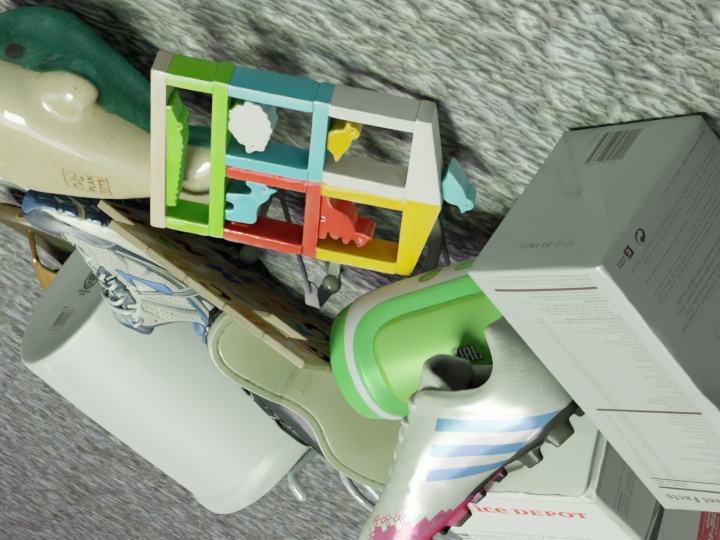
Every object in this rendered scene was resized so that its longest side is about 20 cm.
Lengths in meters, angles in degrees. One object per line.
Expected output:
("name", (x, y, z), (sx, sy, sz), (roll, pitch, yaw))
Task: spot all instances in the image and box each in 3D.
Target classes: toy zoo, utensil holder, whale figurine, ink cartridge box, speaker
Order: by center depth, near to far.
("toy zoo", (-0.029, -0.060, 1.196), (0.198, 0.021, 0.132), (12, 137, 4))
("speaker", (0.080, 0.034, 1.209), (0.199, 0.089, 0.088), (-18, 136, 33))
("whale figurine", (-0.168, -0.104, 1.280), (0.198, 0.105, 0.159), (17, 159, 7))
("ink cartridge box", (0.135, 0.146, 1.304), (0.144, 0.086, 0.200), (0, 154, 33))
("utensil holder", (-0.140, 0.065, 1.555), (0.200, 0.171, 0.169), (40, 158, -22))

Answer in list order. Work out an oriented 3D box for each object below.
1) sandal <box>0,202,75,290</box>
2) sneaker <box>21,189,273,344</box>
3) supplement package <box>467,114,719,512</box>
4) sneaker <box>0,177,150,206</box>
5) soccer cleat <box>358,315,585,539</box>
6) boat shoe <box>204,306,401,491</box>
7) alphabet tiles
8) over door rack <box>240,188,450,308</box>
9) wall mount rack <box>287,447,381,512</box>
("sandal", (-0.241, 0.008, 1.708), (0.080, 0.054, 0.200), (8, 152, 44))
("sneaker", (-0.158, 0.002, 1.409), (0.199, 0.086, 0.077), (25, -164, -31))
("supplement package", (0.175, 0.029, 1.078), (0.200, 0.110, 0.113), (49, 154, -24))
("sneaker", (-0.237, -0.092, 1.439), (0.198, 0.081, 0.088), (20, -171, -15))
("soccer cleat", (0.051, 0.100, 1.177), (0.086, 0.070, 0.200), (47, 122, 3))
("boat shoe", (-0.031, 0.084, 1.383), (0.198, 0.075, 0.066), (32, -177, -24))
("alphabet tiles", (-0.078, 0.013, 1.313), (0.199, 0.008, 0.167), (35, -172, 22))
("over door rack", (0.000, 0.000, 1.349), (0.147, 0.067, 0.200), (20, 158, 26))
("wall mount rack", (0.034, 0.189, 1.487), (0.174, 0.075, 0.200), (47, 152, -1))
